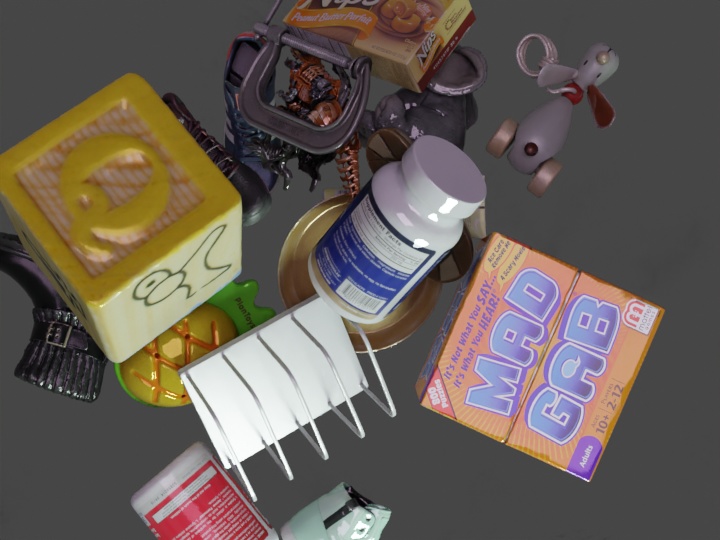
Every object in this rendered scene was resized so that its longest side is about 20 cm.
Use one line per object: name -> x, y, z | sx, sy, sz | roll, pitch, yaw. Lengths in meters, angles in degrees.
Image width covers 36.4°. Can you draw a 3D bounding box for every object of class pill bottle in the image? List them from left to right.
pill bottle -> -0.169, 0.311, 1.292 | 0.112, 0.112, 0.200 | -39, 88, 1
pill bottle -> 0.039, -0.043, 1.176 | 0.116, 0.116, 0.200 | 43, 125, 1

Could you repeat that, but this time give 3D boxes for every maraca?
maraca -> -0.196, 0.084, 1.297 | 0.199, 0.107, 0.138 | -32, 122, -5

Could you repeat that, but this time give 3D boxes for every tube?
tube -> 0.054, -0.074, 1.327 | 0.198, 0.052, 0.058 | -2, 127, -2

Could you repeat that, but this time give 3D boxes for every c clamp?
c clamp -> -0.061, -0.225, 1.223 | 0.199, 0.027, 0.172 | 34, 92, 31

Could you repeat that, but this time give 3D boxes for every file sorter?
file sorter -> -0.077, 0.143, 1.241 | 0.199, 0.124, 0.140 | -29, 117, -15

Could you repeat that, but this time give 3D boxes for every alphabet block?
alphabet block -> -0.253, -0.051, 1.176 | 0.195, 0.200, 0.197 | -39, 78, -19

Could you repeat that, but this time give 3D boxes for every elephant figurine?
elephant figurine -> 0.089, -0.217, 1.292 | 0.155, 0.141, 0.201 | 41, 73, -27

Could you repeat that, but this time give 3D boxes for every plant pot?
plant pot -> 0.000, 0.000, 1.308 | 0.198, 0.028, 0.202 | -2, 110, -4

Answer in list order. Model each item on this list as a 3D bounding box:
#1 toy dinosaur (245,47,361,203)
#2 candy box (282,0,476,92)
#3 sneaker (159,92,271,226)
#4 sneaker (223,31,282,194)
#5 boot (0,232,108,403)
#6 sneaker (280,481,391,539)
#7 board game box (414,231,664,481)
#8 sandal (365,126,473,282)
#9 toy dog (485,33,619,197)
toy dinosaur -> -0.052, -0.164, 1.253 | 0.102, 0.201, 0.136 | 23, 131, -33
candy box -> 0.020, -0.289, 1.262 | 0.199, 0.055, 0.116 | 27, 73, 36
sneaker -> -0.191, -0.135, 1.263 | 0.200, 0.116, 0.076 | 38, 78, 27
sneaker -> -0.134, -0.187, 1.310 | 0.074, 0.085, 0.202 | -5, 90, 1
boot -> -0.387, 0.054, 1.316 | 0.210, 0.079, 0.159 | 24, 90, 1
sneaker -> 0.009, 0.349, 1.304 | 0.118, 0.074, 0.201 | -41, 86, 7
board game box -> 0.192, 0.092, 1.242 | 0.198, 0.200, 0.201 | 24, 90, 1
sandal -> 0.074, -0.079, 1.247 | 0.080, 0.054, 0.201 | -18, 110, 33
toy dog -> 0.232, -0.188, 1.296 | 0.131, 0.096, 0.202 | 18, 90, 1
